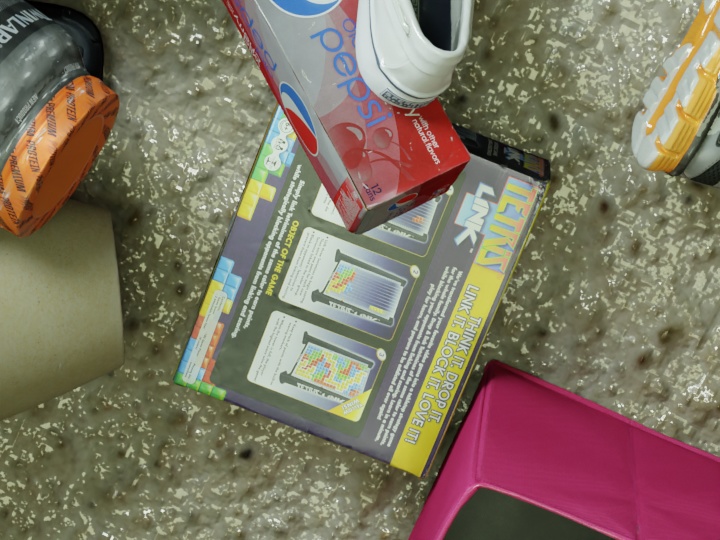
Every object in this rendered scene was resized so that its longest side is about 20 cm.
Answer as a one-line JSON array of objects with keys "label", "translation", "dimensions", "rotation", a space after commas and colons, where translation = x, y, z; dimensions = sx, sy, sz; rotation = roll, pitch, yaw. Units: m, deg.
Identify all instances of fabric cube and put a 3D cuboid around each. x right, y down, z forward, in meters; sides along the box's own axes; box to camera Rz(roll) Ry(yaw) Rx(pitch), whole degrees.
[{"label": "fabric cube", "translation": [0.120, 0.200, 1.384], "dimensions": [0.199, 0.199, 0.197], "rotation": [22, 108, -2]}]

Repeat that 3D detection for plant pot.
[{"label": "plant pot", "translation": [-0.241, 0.018, 1.385], "dimensions": [0.199, 0.187, 0.188], "rotation": [-6, 107, -8]}]

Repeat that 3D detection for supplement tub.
[{"label": "supplement tub", "translation": [-0.240, -0.113, 1.313], "dimensions": [0.200, 0.123, 0.123], "rotation": [34, 107, 5]}]

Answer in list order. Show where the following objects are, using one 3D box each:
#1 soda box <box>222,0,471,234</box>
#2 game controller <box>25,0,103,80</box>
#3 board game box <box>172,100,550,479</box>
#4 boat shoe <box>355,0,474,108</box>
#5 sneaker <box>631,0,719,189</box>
[{"label": "soda box", "translation": [-0.018, -0.124, 1.325], "dimensions": [0.070, 0.063, 0.200], "rotation": [-26, 82, -15]}, {"label": "game controller", "translation": [-0.252, -0.115, 1.410], "dimensions": [0.199, 0.042, 0.105], "rotation": [8, 122, 3]}, {"label": "board game box", "translation": [0.000, 0.000, 1.408], "dimensions": [0.165, 0.057, 0.201], "rotation": [22, 107, -4]}, {"label": "boat shoe", "translation": [0.035, -0.188, 1.293], "dimensions": [0.073, 0.065, 0.201], "rotation": [5, 66, -27]}, {"label": "sneaker", "translation": [0.232, -0.133, 1.344], "dimensions": [0.077, 0.078, 0.200], "rotation": [25, 111, -17]}]
